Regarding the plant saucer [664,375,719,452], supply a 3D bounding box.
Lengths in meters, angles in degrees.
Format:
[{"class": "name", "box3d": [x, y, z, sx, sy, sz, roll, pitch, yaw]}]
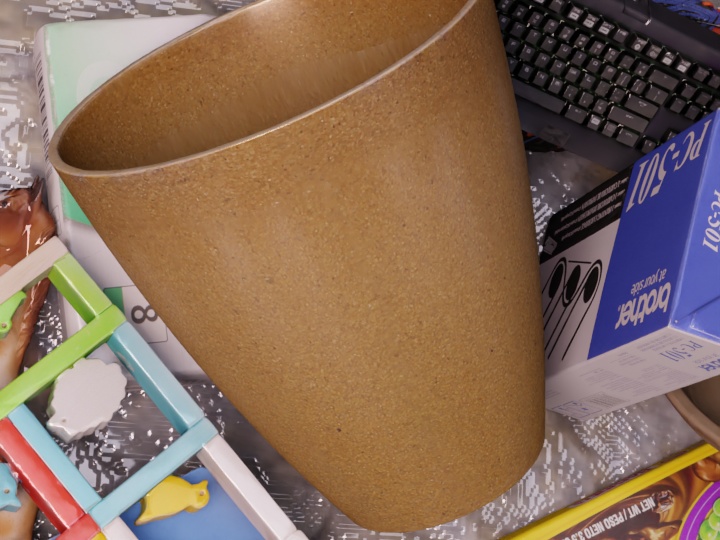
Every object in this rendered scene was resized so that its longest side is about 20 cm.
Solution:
[{"class": "plant saucer", "box3d": [0.231, 0.041, 0.946, 0.200, 0.200, 0.030, -17, 128, -17]}]

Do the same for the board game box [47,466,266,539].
[{"class": "board game box", "box3d": [-0.103, 0.180, 0.881, 0.200, 0.039, 0.158, -24, 101, -21]}]

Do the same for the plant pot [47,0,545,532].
[{"class": "plant pot", "box3d": [0.000, 0.000, 0.848, 0.186, 0.186, 0.200, -31, 112, -18]}]

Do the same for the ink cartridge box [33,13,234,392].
[{"class": "ink cartridge box", "box3d": [-0.040, -0.034, 0.937, 0.199, 0.050, 0.161, -6, 81, -14]}]

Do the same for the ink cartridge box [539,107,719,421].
[{"class": "ink cartridge box", "box3d": [0.123, 0.004, 0.892, 0.044, 0.200, 0.094, 18, 76, -11]}]

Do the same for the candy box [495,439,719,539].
[{"class": "candy box", "box3d": [0.168, 0.133, 0.971, 0.200, 0.026, 0.102, -24, 90, -18]}]

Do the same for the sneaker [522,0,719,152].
[{"class": "sneaker", "box3d": [0.159, -0.104, 0.991, 0.199, 0.075, 0.079, -2, 77, -17]}]

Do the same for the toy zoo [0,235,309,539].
[{"class": "toy zoo", "box3d": [-0.111, 0.101, 0.842, 0.131, 0.020, 0.200, -38, 88, -23]}]

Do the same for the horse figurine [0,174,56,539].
[{"class": "horse figurine", "box3d": [-0.182, 0.069, 0.877, 0.132, 0.050, 0.201, -9, 82, -15]}]

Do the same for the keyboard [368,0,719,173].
[{"class": "keyboard", "box3d": [0.116, -0.108, 0.913, 0.200, 0.021, 0.127, 21, 112, -22]}]

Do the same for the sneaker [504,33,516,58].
[{"class": "sneaker", "box3d": [0.067, -0.163, 0.971, 0.074, 0.118, 0.201, 12, 104, 24]}]
